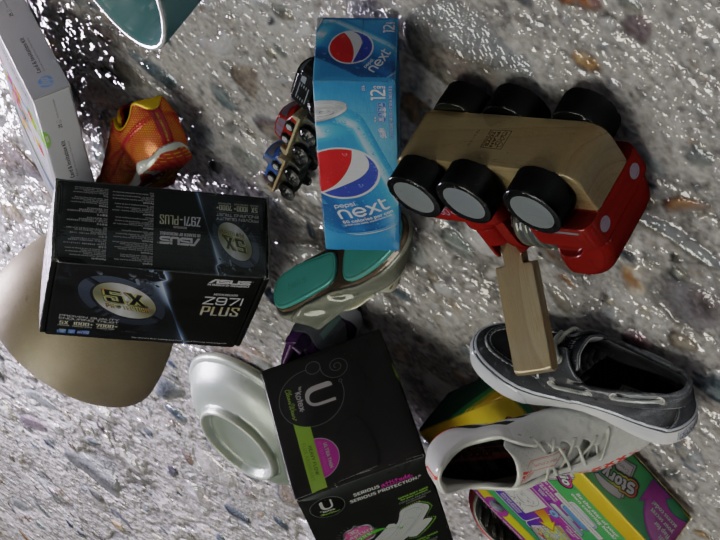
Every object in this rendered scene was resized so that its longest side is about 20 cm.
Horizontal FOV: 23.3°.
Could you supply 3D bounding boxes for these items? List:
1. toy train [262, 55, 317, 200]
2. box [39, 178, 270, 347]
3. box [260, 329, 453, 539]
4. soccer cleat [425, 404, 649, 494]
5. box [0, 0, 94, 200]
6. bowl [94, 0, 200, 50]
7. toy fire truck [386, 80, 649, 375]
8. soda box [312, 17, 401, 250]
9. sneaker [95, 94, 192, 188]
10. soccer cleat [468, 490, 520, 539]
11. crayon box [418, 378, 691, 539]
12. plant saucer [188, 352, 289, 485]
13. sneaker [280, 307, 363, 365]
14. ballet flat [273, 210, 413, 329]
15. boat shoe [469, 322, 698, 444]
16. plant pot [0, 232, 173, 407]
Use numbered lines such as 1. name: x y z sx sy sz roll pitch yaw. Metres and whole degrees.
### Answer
1. toy train: -0.051 -0.118 1.457 0.046 0.034 0.200 41 152 9
2. box: -0.195 -0.003 1.634 0.198 0.087 0.164 5 153 -13
3. box: 0.000 0.181 1.627 0.201 0.123 0.149 72 178 -54
4. soccer cleat: 0.150 0.146 1.427 0.198 0.085 0.069 -11 102 6
5. box: -0.298 -0.147 1.654 0.201 0.041 0.156 87 157 -52
6. bowl: -0.160 -0.275 1.276 0.201 0.105 0.201 49 163 20
7. toy fire truck: 0.132 -0.023 1.284 0.175 0.129 0.200 9 149 45
8. soda box: 0.000 -0.103 1.356 0.064 0.068 0.201 0 143 3
9. sneaker: -0.208 -0.114 1.645 0.200 0.073 0.078 -31 78 61
10. soccer cleat: 0.175 0.278 1.691 0.200 0.068 0.073 51 178 -11
11. crayon box: 0.171 0.180 1.561 0.200 0.058 0.172 46 150 -7
12. plant saucer: -0.124 0.179 1.941 0.199 0.050 0.201 31 151 20
13. sneaker: -0.053 0.092 1.691 0.074 0.088 0.201 33 150 16
14. ballet flat: 0.000 0.000 1.529 0.063 0.068 0.199 23 149 -30
15. boat shoe: 0.175 0.076 1.398 0.199 0.072 0.068 22 148 29
16. plant pot: -0.263 0.020 1.789 0.200 0.200 0.135 39 115 5
